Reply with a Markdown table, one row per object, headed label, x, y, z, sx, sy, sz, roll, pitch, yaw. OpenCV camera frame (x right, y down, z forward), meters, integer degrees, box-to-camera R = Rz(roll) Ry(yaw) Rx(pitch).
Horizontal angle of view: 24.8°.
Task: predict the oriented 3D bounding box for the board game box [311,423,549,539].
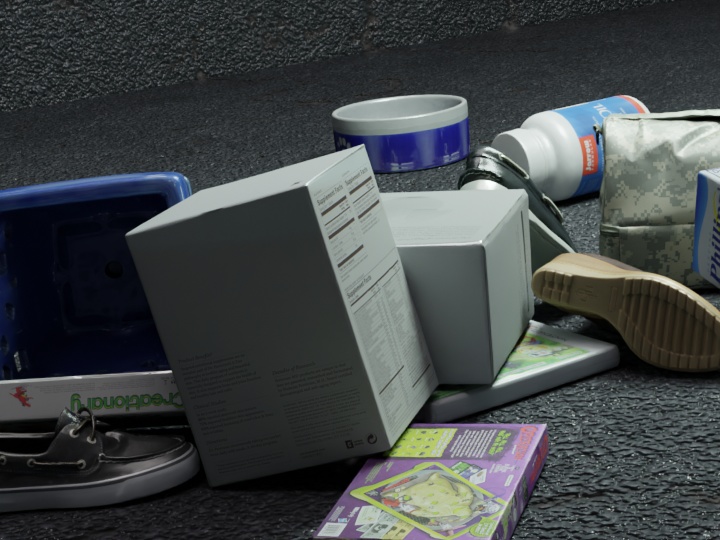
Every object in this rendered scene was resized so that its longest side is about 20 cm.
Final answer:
| label | x | y | z | sx | sy | sz | roll | pitch | yaw |
| --- | --- | --- | --- | --- | --- | --- | --- | --- | --- |
| board game box | 0.053 | 0.153 | 1.123 | 0.119 | 0.033 | 0.200 | -5 | 15 | 19 |

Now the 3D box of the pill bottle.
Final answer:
| label | x | y | z | sx | sy | sz | roll | pitch | yaw |
| --- | --- | --- | --- | --- | --- | --- | --- | --- | --- |
| pill bottle | 0.263 | -0.147 | 2.030 | 0.199 | 0.113 | 0.112 | -16 | 17 | -31 |

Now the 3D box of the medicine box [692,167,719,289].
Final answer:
| label | x | y | z | sx | sy | sz | roll | pitch | yaw |
| --- | --- | --- | --- | --- | --- | --- | --- | --- | --- |
| medicine box | 0.422 | -0.025 | 1.437 | 0.181 | 0.104 | 0.200 | -11 | 27 | -20 |

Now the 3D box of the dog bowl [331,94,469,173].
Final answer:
| label | x | y | z | sx | sy | sz | roll | pitch | yaw |
| --- | --- | --- | --- | --- | --- | --- | --- | --- | --- |
| dog bowl | 0.060 | -0.201 | 2.386 | 0.199 | 0.079 | 0.200 | -5 | 15 | 1 |

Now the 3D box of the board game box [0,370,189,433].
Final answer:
| label | x | y | z | sx | sy | sz | roll | pitch | yaw |
| --- | --- | --- | --- | --- | --- | --- | --- | --- | --- |
| board game box | -0.215 | 0.107 | 1.305 | 0.198 | 0.035 | 0.126 | -4 | -10 | 8 |

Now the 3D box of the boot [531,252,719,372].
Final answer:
| label | x | y | z | sx | sy | sz | roll | pitch | yaw |
| --- | --- | --- | --- | --- | --- | --- | --- | --- | --- |
| boot | 0.261 | 0.030 | 1.433 | 0.199 | 0.073 | 0.166 | 23 | 13 | 31 |

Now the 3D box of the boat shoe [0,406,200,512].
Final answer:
| label | x | y | z | sx | sy | sz | roll | pitch | yaw |
| --- | --- | --- | --- | --- | --- | --- | --- | --- | --- |
| boat shoe | -0.222 | 0.135 | 1.224 | 0.198 | 0.067 | 0.070 | -5 | 15 | 3 |

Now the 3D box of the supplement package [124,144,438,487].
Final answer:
| label | x | y | z | sx | sy | sz | roll | pitch | yaw |
| --- | --- | --- | --- | --- | --- | --- | --- | --- | --- |
| supplement package | -0.053 | 0.032 | 1.235 | 0.151 | 0.201 | 0.151 | -14 | 11 | 20 |

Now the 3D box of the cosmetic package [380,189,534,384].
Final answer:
| label | x | y | z | sx | sy | sz | roll | pitch | yaw |
| --- | --- | --- | --- | --- | --- | --- | --- | --- | --- |
| cosmetic package | 0.032 | 0.012 | 1.394 | 0.198 | 0.124 | 0.200 | -1 | 13 | 17 |

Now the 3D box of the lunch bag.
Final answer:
| label | x | y | z | sx | sy | sz | roll | pitch | yaw |
| --- | --- | --- | --- | --- | --- | --- | --- | --- | --- |
| lunch bag | 0.332 | -0.077 | 1.613 | 0.199 | 0.169 | 0.139 | -1 | 15 | 16 |

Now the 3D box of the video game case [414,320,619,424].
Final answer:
| label | x | y | z | sx | sy | sz | roll | pitch | yaw |
| --- | --- | --- | --- | --- | --- | --- | --- | --- | --- |
| video game case | 0.089 | 0.078 | 1.407 | 0.199 | 0.022 | 0.182 | -15 | 17 | -30 |

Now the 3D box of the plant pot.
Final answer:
| label | x | y | z | sx | sy | sz | roll | pitch | yaw |
| --- | --- | --- | --- | --- | --- | --- | --- | --- | --- |
| plant pot | -0.232 | 0.013 | 1.458 | 0.198 | 0.202 | 0.180 | -6 | 8 | 3 |

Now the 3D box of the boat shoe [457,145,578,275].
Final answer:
| label | x | y | z | sx | sy | sz | roll | pitch | yaw |
| --- | --- | --- | --- | --- | --- | --- | --- | --- | --- |
| boat shoe | 0.159 | -0.043 | 1.539 | 0.075 | 0.200 | 0.061 | -10 | 52 | 29 |
